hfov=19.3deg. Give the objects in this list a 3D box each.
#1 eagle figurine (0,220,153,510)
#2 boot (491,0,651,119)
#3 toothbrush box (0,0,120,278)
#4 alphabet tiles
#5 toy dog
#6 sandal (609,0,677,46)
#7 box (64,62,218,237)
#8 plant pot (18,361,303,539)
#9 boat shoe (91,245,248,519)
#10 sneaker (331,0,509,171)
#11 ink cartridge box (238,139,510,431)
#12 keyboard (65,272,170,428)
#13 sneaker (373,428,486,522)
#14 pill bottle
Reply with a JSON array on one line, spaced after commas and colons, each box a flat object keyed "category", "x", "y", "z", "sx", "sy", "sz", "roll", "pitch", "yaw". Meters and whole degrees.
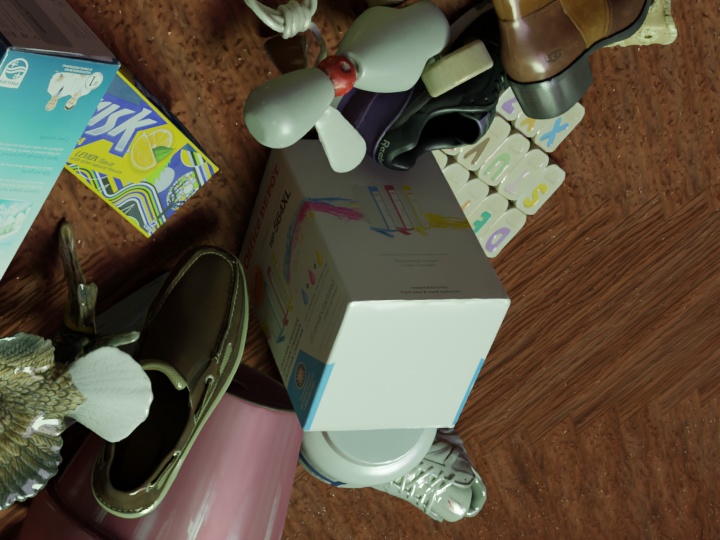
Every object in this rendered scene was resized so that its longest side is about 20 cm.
[{"category": "eagle figurine", "x": -0.251, "y": 0.081, "z": 1.391, "sx": 0.200, "sy": 0.152, "sz": 0.151, "roll": -24, "pitch": 165, "yaw": -37}, {"category": "boot", "x": 0.131, "y": -0.238, "z": 1.487, "sx": 0.188, "sy": 0.068, "sz": 0.200, "roll": -49, "pitch": 133, "yaw": -31}, {"category": "toothbrush box", "x": -0.243, "y": -0.081, "z": 1.178, "sx": 0.085, "sy": 0.146, "sz": 0.200, "roll": 2, "pitch": 129, "yaw": -49}, {"category": "alphabet tiles", "x": 0.096, "y": -0.074, "z": 1.700, "sx": 0.196, "sy": 0.015, "sz": 0.200, "roll": -47, "pitch": 149, "yaw": 7}, {"category": "toy dog", "x": -0.011, "y": -0.136, "z": 1.428, "sx": 0.200, "sy": 0.132, "sz": 0.096, "roll": -8, "pitch": 167, "yaw": -34}, {"category": "sandal", "x": 0.229, "y": -0.209, "z": 1.630, "sx": 0.212, "sy": 0.070, "sz": 0.078, "roll": -32, "pitch": 147, "yaw": -18}, {"category": "box", "x": -0.169, "y": -0.099, "z": 1.319, "sx": 0.070, "sy": 0.064, "sz": 0.200, "roll": -43, "pitch": 149, "yaw": 1}, {"category": "plant pot", "x": -0.132, "y": 0.157, "z": 1.575, "sx": 0.200, "sy": 0.200, "sz": 0.179, "roll": 12, "pitch": 104, "yaw": -54}, {"category": "boat shoe", "x": -0.128, "y": 0.073, "z": 1.463, "sx": 0.075, "sy": 0.075, "sz": 0.203, "roll": 99, "pitch": 9, "yaw": -76}, {"category": "sneaker", "x": 0.079, "y": -0.129, "z": 1.540, "sx": 0.200, "sy": 0.088, "sz": 0.076, "roll": -30, "pitch": 146, "yaw": -22}, {"category": "ink cartridge box", "x": 0.000, "y": 0.000, "z": 1.524, "sx": 0.125, "sy": 0.200, "sz": 0.129, "roll": -1, "pitch": 132, "yaw": -25}, {"category": "keyboard", "x": -0.203, "y": 0.075, "z": 1.503, "sx": 0.200, "sy": 0.056, "sz": 0.011, "roll": -33, "pitch": 176, "yaw": -16}, {"category": "sneaker", "x": 0.055, "y": 0.177, "z": 1.878, "sx": 0.078, "sy": 0.099, "sz": 0.200, "roll": -52, "pitch": 148, "yaw": 16}, {"category": "pill bottle", "x": 0.001, "y": 0.113, "z": 1.654, "sx": 0.111, "sy": 0.111, "sz": 0.200, "roll": -37, "pitch": 178, "yaw": -9}]
